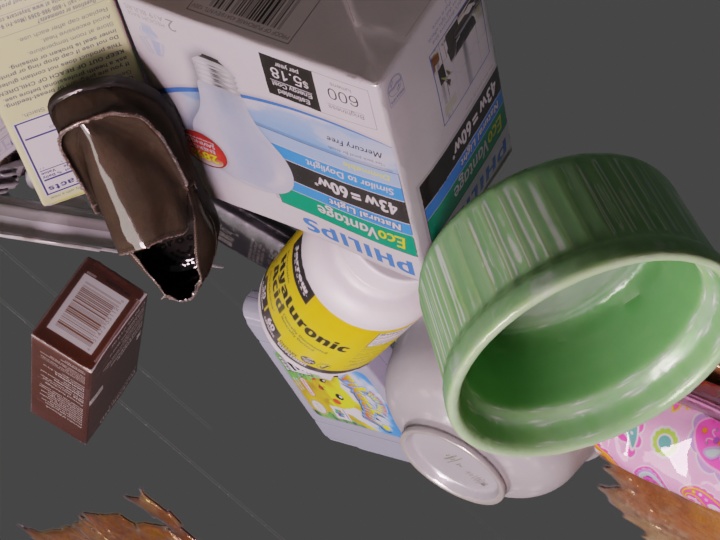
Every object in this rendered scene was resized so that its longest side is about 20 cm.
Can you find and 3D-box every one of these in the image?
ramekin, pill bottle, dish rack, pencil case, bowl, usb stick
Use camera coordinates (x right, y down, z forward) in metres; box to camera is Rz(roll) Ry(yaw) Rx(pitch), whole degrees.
[{"bbox_3d":[0.132,0.019,1.274,0.201,0.198,0.098,75,173,-55],"label":"ramekin"},{"bbox_3d":[0.000,0.000,1.493,0.111,0.112,0.200,35,154,-4],"label":"pill bottle"},{"bbox_3d":[-0.226,-0.039,1.681,0.199,0.044,0.171,10,179,-43],"label":"dish rack"},{"bbox_3d":[0.261,0.126,1.438,0.199,0.088,0.088,25,154,22],"label":"pencil case"},{"bbox_3d":[0.093,0.122,1.625,0.200,0.091,0.202,28,155,14],"label":"bowl"},{"bbox_3d":[-0.130,-0.056,1.643,0.199,0.033,0.056,31,148,8],"label":"usb stick"}]

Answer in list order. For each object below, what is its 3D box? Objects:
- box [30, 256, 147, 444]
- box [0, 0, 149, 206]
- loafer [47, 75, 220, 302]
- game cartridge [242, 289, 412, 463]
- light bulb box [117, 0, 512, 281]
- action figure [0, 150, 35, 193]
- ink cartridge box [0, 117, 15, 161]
[{"bbox_3d":[-0.265,0.081,1.967,0.075,0.101,0.200,31,155,4],"label":"box"},{"bbox_3d":[-0.207,-0.179,1.320,0.201,0.096,0.177,75,175,-53],"label":"box"},{"bbox_3d":[-0.136,-0.049,1.301,0.072,0.072,0.200,-19,143,12],"label":"loafer"},{"bbox_3d":[-0.009,0.096,1.765,0.132,0.041,0.201,8,145,37],"label":"game cartridge"},{"bbox_3d":[-0.024,-0.124,1.285,0.197,0.125,0.201,22,152,25],"label":"light bulb box"},{"bbox_3d":[-0.299,-0.128,1.620,0.200,0.130,0.070,39,116,20],"label":"action figure"},{"bbox_3d":[-0.264,-0.177,1.482,0.042,0.119,0.201,42,162,30],"label":"ink cartridge box"}]
